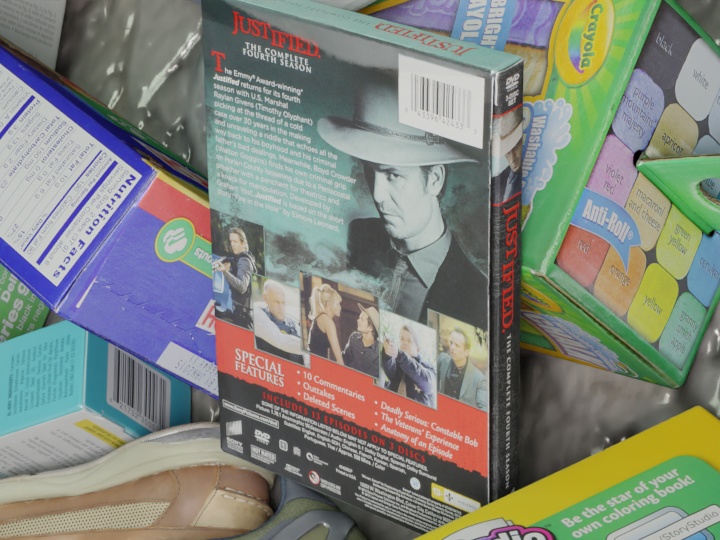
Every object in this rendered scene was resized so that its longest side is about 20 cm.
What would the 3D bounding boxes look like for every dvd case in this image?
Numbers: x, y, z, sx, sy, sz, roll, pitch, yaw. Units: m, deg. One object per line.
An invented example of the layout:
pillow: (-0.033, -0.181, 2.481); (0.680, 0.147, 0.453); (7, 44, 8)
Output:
dvd case: (0.000, 0.000, 0.952); (0.146, 0.022, 0.200); (19, 122, 37)

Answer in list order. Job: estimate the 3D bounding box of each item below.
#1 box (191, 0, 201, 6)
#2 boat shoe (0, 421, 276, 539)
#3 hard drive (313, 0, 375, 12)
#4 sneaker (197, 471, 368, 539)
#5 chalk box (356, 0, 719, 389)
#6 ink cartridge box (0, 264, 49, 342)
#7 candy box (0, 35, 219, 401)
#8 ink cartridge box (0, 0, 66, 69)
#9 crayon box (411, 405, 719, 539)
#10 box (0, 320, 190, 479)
box: (-0.032, -0.230, 1.166); (0.041, 0.156, 0.200); (28, 82, -1)
boat shoe: (-0.125, 0.129, 1.085); (0.200, 0.076, 0.072); (-23, 57, 26)
hard drive: (0.027, -0.176, 1.032); (0.200, 0.026, 0.132); (-29, 43, -7)
sneaker: (-0.076, 0.158, 1.001); (0.200, 0.074, 0.081); (-31, 65, -13)
chalk box: (0.080, -0.037, 0.994); (0.200, 0.124, 0.124); (15, 75, 40)
ink cartridge box: (-0.263, -0.013, 1.171); (0.146, 0.200, 0.084); (16, 75, 39)
candy box: (-0.110, -0.024, 1.091); (0.200, 0.169, 0.077); (38, 93, 41)
ink cartridge box: (-0.209, -0.165, 1.216); (0.050, 0.162, 0.201); (-1, 78, 34)
crayon box: (0.096, 0.144, 0.858); (0.200, 0.058, 0.172); (-21, 40, -29)
box: (-0.180, 0.083, 1.142); (0.200, 0.082, 0.049); (-18, 56, 26)
